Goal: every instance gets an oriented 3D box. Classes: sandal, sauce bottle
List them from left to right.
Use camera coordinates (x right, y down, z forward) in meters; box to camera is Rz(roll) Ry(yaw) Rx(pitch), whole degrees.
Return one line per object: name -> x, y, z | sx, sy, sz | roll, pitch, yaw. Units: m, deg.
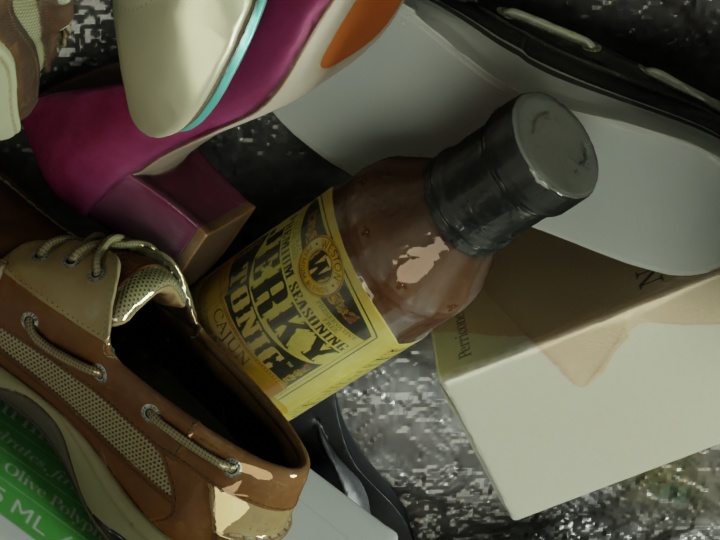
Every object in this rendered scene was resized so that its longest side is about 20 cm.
sandal -> -0.028, 0.089, 0.898 | 0.076, 0.043, 0.201 | -16, 124, 6
sauce bottle -> 0.000, 0.000, 0.768 | 0.065, 0.065, 0.200 | 33, 133, -24

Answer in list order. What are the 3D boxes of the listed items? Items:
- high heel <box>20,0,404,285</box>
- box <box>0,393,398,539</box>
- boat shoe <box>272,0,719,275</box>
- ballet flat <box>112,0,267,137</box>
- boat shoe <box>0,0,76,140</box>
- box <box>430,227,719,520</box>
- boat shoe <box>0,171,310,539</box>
high heel -> -0.050, -0.089, 0.749 | 0.096, 0.067, 0.200 | 44, 130, 11
box -> -0.125, 0.150, 0.830 | 0.199, 0.171, 0.200 | 37, 114, -9
boat shoe -> 0.052, -0.059, 0.787 | 0.200, 0.064, 0.071 | 25, 122, 7
ballet flat -> -0.046, -0.143, 0.693 | 0.069, 0.069, 0.200 | 24, 90, -19
boat shoe -> -0.114, -0.091, 0.696 | 0.075, 0.202, 0.075 | -36, 94, -6
box -> 0.130, 0.009, 0.828 | 0.199, 0.095, 0.078 | -23, 123, 9
boat shoe -> -0.089, 0.021, 0.764 | 0.200, 0.076, 0.074 | 46, 121, 12
